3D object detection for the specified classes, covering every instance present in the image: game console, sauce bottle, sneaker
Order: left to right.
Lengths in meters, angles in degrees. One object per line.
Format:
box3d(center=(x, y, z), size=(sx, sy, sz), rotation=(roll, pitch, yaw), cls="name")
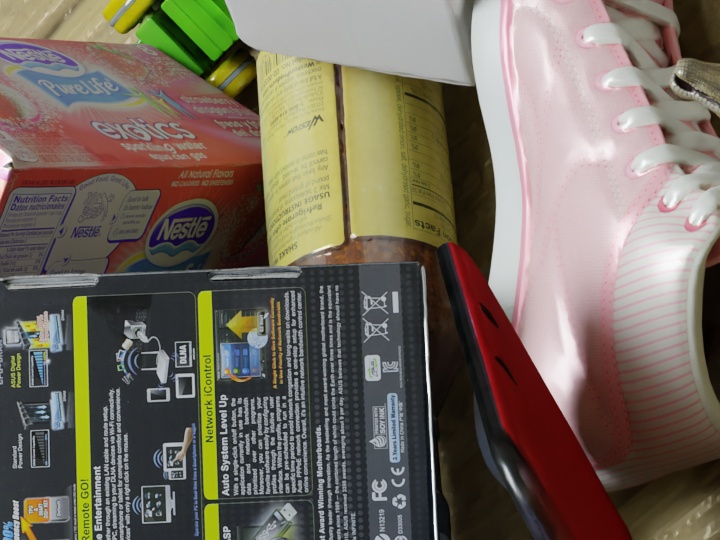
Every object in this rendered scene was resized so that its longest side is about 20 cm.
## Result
box3d(center=(0.000, 0.000, 0.908), size=(0.066, 0.066, 0.201), rotation=(-28, 54, 42), cls="sauce bottle")
box3d(center=(0.035, 0.113, 0.699), size=(0.173, 0.118, 0.200), rotation=(-60, 9, 12), cls="game console")
box3d(center=(0.091, -0.033, 0.816), size=(0.104, 0.075, 0.202), rotation=(-13, 69, 47), cls="sneaker")

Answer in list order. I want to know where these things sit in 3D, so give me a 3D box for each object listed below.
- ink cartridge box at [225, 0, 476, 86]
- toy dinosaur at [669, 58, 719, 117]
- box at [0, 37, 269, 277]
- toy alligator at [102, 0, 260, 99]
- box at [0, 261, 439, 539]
box3d(center=(0.017, -0.181, 0.865), size=(0.084, 0.146, 0.201), rotation=(11, 69, 16), cls="ink cartridge box")
box3d(center=(0.156, -0.008, 0.717), size=(0.058, 0.101, 0.200), rotation=(-29, 60, -8), cls="toy dinosaur")
box3d(center=(-0.113, -0.018, 0.941), size=(0.094, 0.200, 0.103), rotation=(34, 108, 23), cls="box")
box3d(center=(-0.069, -0.089, 1.058), size=(0.200, 0.059, 0.054), rotation=(-42, 4, 35), cls="toy alligator")
box3d(center=(-0.055, 0.100, 0.791), size=(0.044, 0.159, 0.201), rotation=(86, -179, -80), cls="box")
